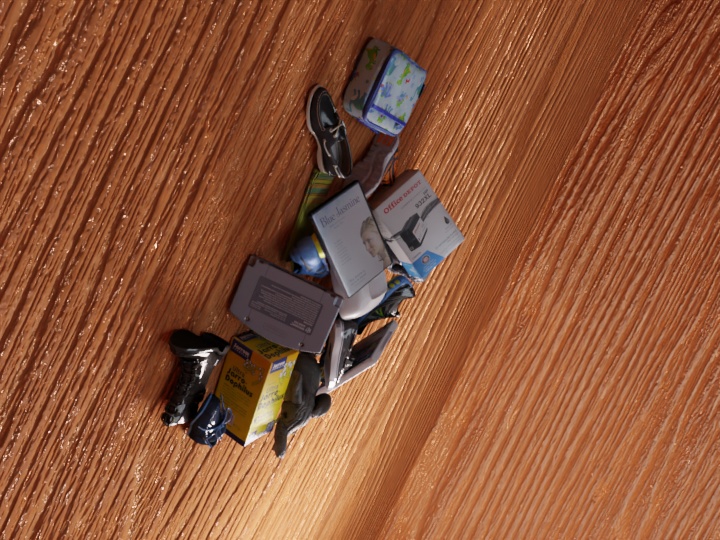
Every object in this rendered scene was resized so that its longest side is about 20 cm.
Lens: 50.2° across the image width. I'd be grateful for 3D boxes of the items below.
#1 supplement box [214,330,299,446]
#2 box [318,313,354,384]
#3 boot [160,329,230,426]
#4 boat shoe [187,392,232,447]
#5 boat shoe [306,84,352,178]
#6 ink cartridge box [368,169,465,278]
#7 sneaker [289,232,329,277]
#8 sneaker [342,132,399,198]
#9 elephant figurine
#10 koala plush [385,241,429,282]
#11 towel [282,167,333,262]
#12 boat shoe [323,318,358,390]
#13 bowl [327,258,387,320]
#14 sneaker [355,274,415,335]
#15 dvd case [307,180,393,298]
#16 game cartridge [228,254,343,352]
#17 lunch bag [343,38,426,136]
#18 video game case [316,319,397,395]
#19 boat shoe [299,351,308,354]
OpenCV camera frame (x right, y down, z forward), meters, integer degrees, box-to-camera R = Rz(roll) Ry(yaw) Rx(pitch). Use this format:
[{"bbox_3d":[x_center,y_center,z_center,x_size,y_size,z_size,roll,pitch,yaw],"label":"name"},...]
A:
[{"bbox_3d":[-0.223,0.239,1.595,0.108,0.108,0.204,-17,130,-61],"label":"supplement box"},{"bbox_3d":[-0.049,0.147,1.881,0.199,0.049,0.204,-63,175,-72],"label":"box"},{"bbox_3d":[-0.315,0.203,1.398,0.177,0.068,0.200,-63,162,1],"label":"boot"},{"bbox_3d":[-0.286,0.291,1.492,0.085,0.068,0.200,-57,180,-25],"label":"boat shoe"},{"bbox_3d":[-0.054,-0.256,1.448,0.074,0.059,0.203,-48,148,-32],"label":"boat shoe"},{"bbox_3d":[0.124,-0.109,1.773,0.144,0.202,0.084,-40,-163,-10],"label":"ink cartridge box"},{"bbox_3d":[-0.110,-0.021,1.596,0.077,0.067,0.200,-27,167,-4],"label":"sneaker"},{"bbox_3d":[0.034,-0.204,1.704,0.202,0.077,0.113,-55,156,-19],"label":"sneaker"},{"bbox_3d":[-0.134,0.288,1.700,0.138,0.201,0.159,-1,118,-16],"label":"elephant figurine"},{"bbox_3d":[0.086,-0.100,1.883,0.200,0.181,0.180,48,64,-45],"label":"koala plush"},{"bbox_3d":[-0.102,-0.113,1.581,0.086,0.018,0.204,-11,126,-62],"label":"towel"},{"bbox_3d":[-0.042,0.191,1.743,0.064,0.071,0.204,0,124,-14],"label":"boat shoe"},{"bbox_3d":[0.000,0.000,1.721,0.199,0.073,0.206,-24,105,-69],"label":"bowl"},{"bbox_3d":[0.055,0.098,1.893,0.199,0.083,0.071,-42,-165,18],"label":"sneaker"},{"bbox_3d":[-0.017,-0.066,1.609,0.142,0.017,0.203,-37,114,-29],"label":"dvd case"},{"bbox_3d":[-0.145,0.071,1.474,0.040,0.196,0.136,-87,-158,-83],"label":"game cartridge"},{"bbox_3d":[0.050,-0.362,1.556,0.163,0.082,0.199,-62,158,8],"label":"lunch bag"},{"bbox_3d":[-0.007,0.216,1.887,0.198,0.023,0.183,-35,-170,32],"label":"video game case"},{"bbox_3d":[-0.141,0.253,1.862,0.068,0.071,0.204,-40,142,-40],"label":"boat shoe"}]
